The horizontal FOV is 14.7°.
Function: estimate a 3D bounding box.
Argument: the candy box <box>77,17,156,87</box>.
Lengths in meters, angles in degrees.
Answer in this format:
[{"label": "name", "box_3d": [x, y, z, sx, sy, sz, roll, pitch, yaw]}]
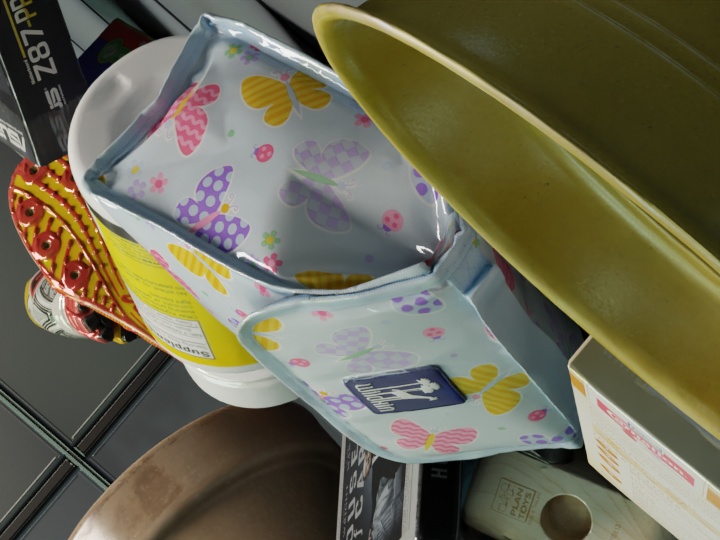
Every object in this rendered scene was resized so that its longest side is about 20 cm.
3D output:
[{"label": "candy box", "box_3d": [-0.070, -0.042, 1.613, 0.200, 0.077, 0.169, 44, 175, -35]}]

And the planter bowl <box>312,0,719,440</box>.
[{"label": "planter bowl", "box_3d": [0.090, -0.023, 0.641, 0.200, 0.084, 0.200, 40, 175, 4]}]

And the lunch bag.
[{"label": "lunch bag", "box_3d": [0.000, 0.000, 1.236, 0.200, 0.127, 0.170, 29, 169, 35]}]

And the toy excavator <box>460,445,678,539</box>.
[{"label": "toy excavator", "box_3d": [0.096, 0.092, 1.430, 0.194, 0.100, 0.200, 21, -165, 14]}]

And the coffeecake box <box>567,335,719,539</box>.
[{"label": "coffeecake box", "box_3d": [0.157, 0.074, 0.995, 0.153, 0.073, 0.200, 40, 174, 13]}]

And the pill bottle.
[{"label": "pill bottle", "box_3d": [-0.070, -0.019, 1.425, 0.114, 0.114, 0.200, 37, 163, 30]}]

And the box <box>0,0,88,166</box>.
[{"label": "box", "box_3d": [-0.226, -0.162, 1.582, 0.200, 0.049, 0.162, 33, 146, 55]}]

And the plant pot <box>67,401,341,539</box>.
[{"label": "plant pot", "box_3d": [-0.049, 0.198, 1.549, 0.175, 0.200, 0.200, 44, 177, 30]}]

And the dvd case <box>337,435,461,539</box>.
[{"label": "dvd case", "box_3d": [0.019, 0.091, 1.402, 0.025, 0.151, 0.200, 8, 158, -11]}]

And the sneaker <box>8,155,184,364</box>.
[{"label": "sneaker", "box_3d": [-0.119, 0.007, 1.572, 0.200, 0.073, 0.077, 41, 179, 7]}]

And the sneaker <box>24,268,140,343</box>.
[{"label": "sneaker", "box_3d": [-0.131, -0.017, 1.738, 0.082, 0.200, 0.078, -2, 109, 42]}]
